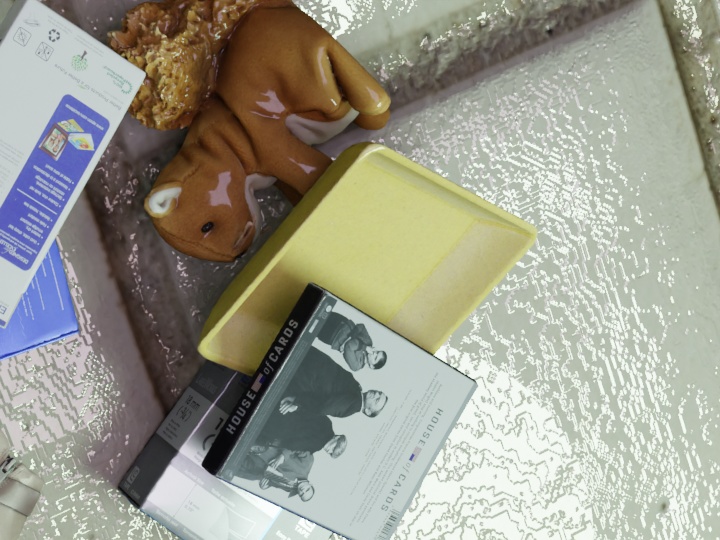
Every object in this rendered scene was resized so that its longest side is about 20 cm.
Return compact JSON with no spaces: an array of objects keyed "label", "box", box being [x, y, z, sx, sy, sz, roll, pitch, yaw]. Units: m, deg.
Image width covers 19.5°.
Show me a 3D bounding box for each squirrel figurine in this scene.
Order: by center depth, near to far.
[{"label":"squirrel figurine","box":[-0.099,-0.112,1.512,0.187,0.142,0.200,-45,96,1]}]

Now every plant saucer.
[{"label":"plant saucer","box":[0.000,0.000,1.508,0.200,0.049,0.199,-48,138,17]}]

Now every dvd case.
[{"label":"dvd case","box":[-0.010,0.111,1.519,0.200,0.025,0.151,32,88,-48]}]

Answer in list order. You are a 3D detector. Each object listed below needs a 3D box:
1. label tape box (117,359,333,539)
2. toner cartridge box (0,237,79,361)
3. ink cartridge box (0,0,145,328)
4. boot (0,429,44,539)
[{"label":"label tape box","box":[-0.064,0.127,1.577,0.144,0.063,0.201,37,83,-22]},{"label":"toner cartridge box","box":[-0.264,-0.040,1.433,0.094,0.043,0.202,-19,101,-34]},{"label":"ink cartridge box","box":[-0.233,-0.072,1.396,0.099,0.039,0.201,34,76,-23]},{"label":"boot","box":[-0.326,0.140,1.480,0.146,0.070,0.200,-47,112,-16]}]
